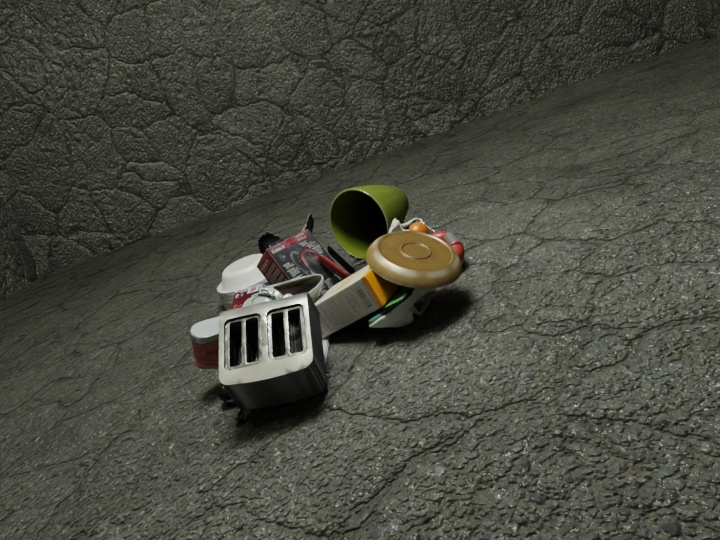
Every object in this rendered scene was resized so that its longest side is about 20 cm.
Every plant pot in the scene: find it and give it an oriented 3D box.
[{"bbox_3d":[0.109,-0.031,1.139,0.195,0.028,0.201,4,32,-2],"label":"plant pot"},{"bbox_3d":[0.045,-0.157,1.544,0.184,0.191,0.199,-5,20,37],"label":"plant pot"}]

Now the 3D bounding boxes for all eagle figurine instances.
[{"bbox_3d":[-0.168,-0.036,1.506,0.148,0.204,0.152,-14,17,24],"label":"eagle figurine"}]

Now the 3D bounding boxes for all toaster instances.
[{"bbox_3d":[-0.161,0.152,1.037,0.177,0.120,0.203,-12,54,4],"label":"toaster"}]

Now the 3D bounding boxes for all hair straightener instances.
[{"bbox_3d":[0.000,0.000,1.329,0.198,0.041,0.077,33,62,12],"label":"hair straightener"}]

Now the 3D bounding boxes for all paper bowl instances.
[{"bbox_3d":[-0.323,0.026,1.656,0.197,0.106,0.201,-17,21,7],"label":"paper bowl"}]

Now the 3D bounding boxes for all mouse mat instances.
[{"bbox_3d":[0.061,0.052,1.178,0.199,0.008,0.161,-34,6,47],"label":"mouse mat"}]

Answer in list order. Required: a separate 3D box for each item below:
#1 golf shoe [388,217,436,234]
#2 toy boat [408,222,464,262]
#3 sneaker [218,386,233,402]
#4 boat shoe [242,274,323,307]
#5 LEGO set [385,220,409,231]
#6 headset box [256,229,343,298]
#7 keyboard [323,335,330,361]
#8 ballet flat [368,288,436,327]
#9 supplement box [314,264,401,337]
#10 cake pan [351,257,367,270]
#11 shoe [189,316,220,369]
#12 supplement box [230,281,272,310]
[{"bbox_3d":[0.163,-0.084,1.430,0.195,0.090,0.077,-3,21,-18],"label":"golf shoe"},{"bbox_3d":[0.138,-0.051,1.321,0.196,0.133,0.131,-22,34,-4],"label":"toy boat"},{"bbox_3d":[-0.211,0.180,1.147,0.198,0.092,0.069,-32,22,-31],"label":"sneaker"},{"bbox_3d":[-0.158,0.053,1.186,0.200,0.065,0.075,-14,54,-46],"label":"boat shoe"},{"bbox_3d":[0.042,-0.132,1.679,0.197,0.118,0.154,-23,19,-7],"label":"LEGO set"},{"bbox_3d":[-0.138,0.004,1.350,0.148,0.201,0.075,-31,-12,-45],"label":"headset box"},{"bbox_3d":[-0.093,0.157,1.218,0.055,0.011,0.201,-23,18,10],"label":"keyboard"},{"bbox_3d":[0.097,0.072,1.162,0.069,0.071,0.199,0,30,44],"label":"ballet flat"},{"bbox_3d":[-0.009,0.053,1.193,0.199,0.074,0.126,-31,7,40],"label":"supplement box"},{"bbox_3d":[0.044,-0.007,1.470,0.196,0.037,0.201,-18,20,7],"label":"cake pan"},{"bbox_3d":[-0.254,0.139,1.182,0.197,0.093,0.071,-14,37,-28],"label":"shoe"},{"bbox_3d":[-0.246,0.121,1.300,0.107,0.061,0.202,-16,39,13],"label":"supplement box"}]
